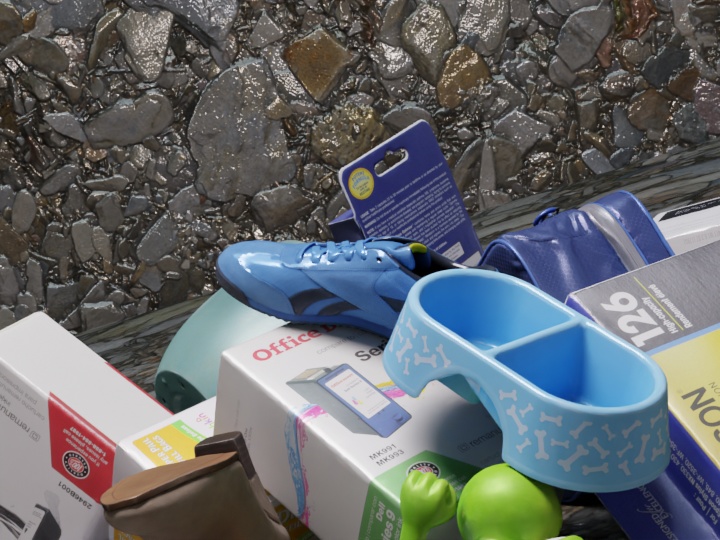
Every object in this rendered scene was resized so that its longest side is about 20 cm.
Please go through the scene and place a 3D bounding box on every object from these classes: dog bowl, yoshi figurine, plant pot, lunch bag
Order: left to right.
[{"bbox_3d":[-0.080,0.099,1.589,0.161,0.201,0.200,-33,13,-27],"label":"plant pot"},{"bbox_3d":[0.039,0.169,1.062,0.200,0.112,0.112,-14,1,14],"label":"yoshi figurine"},{"bbox_3d":[0.101,0.059,1.095,0.111,0.050,0.200,-17,37,-38],"label":"dog bowl"},{"bbox_3d":[0.168,0.044,1.286,0.132,0.200,0.136,-19,-20,-23],"label":"lunch bag"}]

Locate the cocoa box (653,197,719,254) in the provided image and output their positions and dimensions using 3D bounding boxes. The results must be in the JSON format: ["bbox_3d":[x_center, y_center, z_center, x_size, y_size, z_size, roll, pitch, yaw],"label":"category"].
[{"bbox_3d":[0.335,0.004,1.461,0.200,0.131,0.133,-15,8,24],"label":"cocoa box"}]

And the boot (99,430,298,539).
[{"bbox_3d":[-0.087,0.181,1.095,0.070,0.146,0.200,-11,3,20],"label":"boot"}]

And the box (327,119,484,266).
[{"bbox_3d":[0.046,0.000,1.342,0.032,0.200,0.121,-13,15,41],"label":"box"}]

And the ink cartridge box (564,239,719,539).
[{"bbox_3d":[0.218,0.072,1.141,0.200,0.047,0.198,-19,48,-21],"label":"ink cartridge box"}]

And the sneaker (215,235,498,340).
[{"bbox_3d":[0.000,0.000,1.224,0.200,0.079,0.066,15,37,12],"label":"sneaker"}]

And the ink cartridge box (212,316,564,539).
[{"bbox_3d":[0.018,0.111,1.210,0.145,0.088,0.200,-22,43,-36],"label":"ink cartridge box"}]

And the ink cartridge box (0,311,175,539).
[{"bbox_3d":[-0.243,0.157,1.356,0.200,0.144,0.084,-60,-14,27],"label":"ink cartridge box"}]

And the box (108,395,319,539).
[{"bbox_3d":[-0.065,0.151,1.298,0.200,0.101,0.112,-23,47,-36],"label":"box"}]
